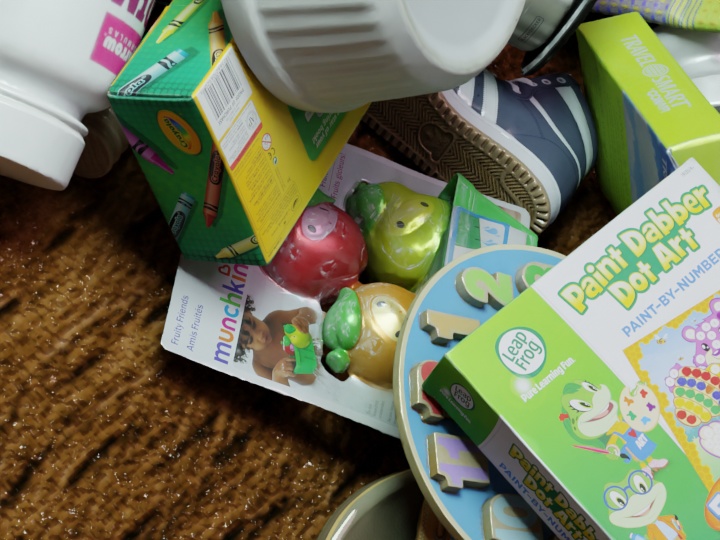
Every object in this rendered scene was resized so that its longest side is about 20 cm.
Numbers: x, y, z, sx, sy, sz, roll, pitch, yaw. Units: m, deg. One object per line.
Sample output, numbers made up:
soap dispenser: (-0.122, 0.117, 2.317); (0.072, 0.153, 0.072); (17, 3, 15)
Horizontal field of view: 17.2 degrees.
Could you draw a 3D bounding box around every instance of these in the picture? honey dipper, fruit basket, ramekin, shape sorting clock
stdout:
honey dipper: (-0.116, -0.124, 1.364); (0.038, 0.038, 0.200); (39, 44, -9)
fruit basket: (0.000, 0.000, 1.329); (0.200, 0.094, 0.185); (25, 50, -17)
ramekin: (0.016, -0.181, 1.236); (0.202, 0.094, 0.203); (-15, 108, -57)
shape sorting clock: (0.103, 0.078, 1.262); (0.200, 0.039, 0.200); (13, 61, -25)

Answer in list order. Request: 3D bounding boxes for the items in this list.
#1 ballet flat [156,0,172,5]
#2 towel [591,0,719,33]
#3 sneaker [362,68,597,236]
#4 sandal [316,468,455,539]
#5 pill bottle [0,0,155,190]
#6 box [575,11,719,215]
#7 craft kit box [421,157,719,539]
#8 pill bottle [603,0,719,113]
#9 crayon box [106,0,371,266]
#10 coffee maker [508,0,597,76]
ballet flat: (-0.126, -0.179, 1.342); (0.200, 0.072, 0.072); (0, 61, -22)
towel: (0.178, -0.228, 1.546); (0.200, 0.023, 0.144); (19, 69, 26)
sneaker: (0.062, -0.113, 1.464); (0.200, 0.070, 0.108); (47, 40, 3)
sandal: (0.053, 0.139, 1.263); (0.200, 0.054, 0.080); (-24, 110, -27)
pill bottle: (-0.162, -0.151, 1.241); (0.113, 0.113, 0.200); (22, 84, -23)
box: (0.181, -0.059, 1.411); (0.048, 0.122, 0.200); (-15, 32, -5)
craft kit box: (0.168, 0.070, 1.227); (0.200, 0.049, 0.198); (-38, 77, -29)
pill bottle: (0.220, -0.167, 1.580); (0.116, 0.116, 0.200); (14, 54, -29)
crayon box: (-0.048, -0.114, 1.288); (0.200, 0.058, 0.119); (-59, 141, -36)
coffee maker: (0.054, -0.237, 1.430); (0.200, 0.135, 0.192); (28, 30, -10)
